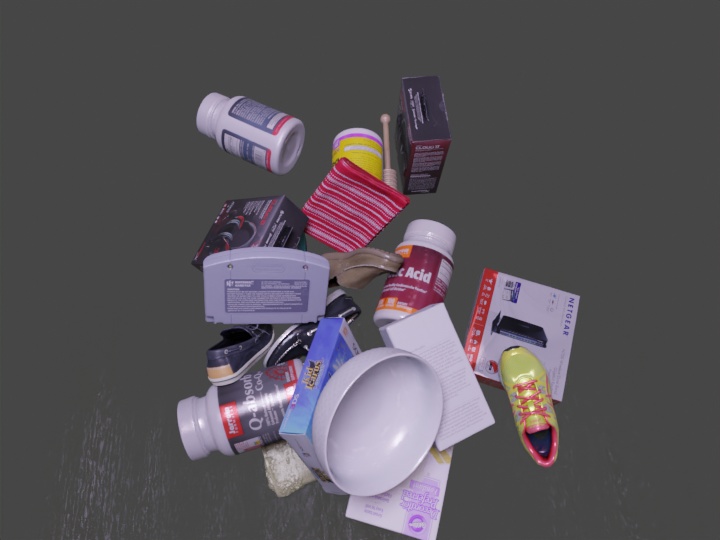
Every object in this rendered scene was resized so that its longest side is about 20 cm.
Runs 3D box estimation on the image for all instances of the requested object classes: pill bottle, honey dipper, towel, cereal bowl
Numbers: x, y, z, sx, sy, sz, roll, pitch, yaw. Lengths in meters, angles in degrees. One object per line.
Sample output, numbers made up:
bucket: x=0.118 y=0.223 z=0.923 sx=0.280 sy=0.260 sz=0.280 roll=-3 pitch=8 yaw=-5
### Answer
pill bottle: x=-0.226 y=-0.286 z=1.089 sx=0.199 sy=0.120 sz=0.120 roll=26 pitch=69 yaw=10
pill bottle: x=0.104 y=0.017 z=0.961 sx=0.113 sy=0.114 sz=0.201 roll=16 pitch=68 yaw=7
pill bottle: x=-0.173 y=0.221 z=0.836 sx=0.199 sy=0.116 sz=0.116 roll=-16 pitch=68 yaw=-8
honey dipper: x=0.056 y=-0.250 z=1.118 sx=0.038 sy=0.038 sz=0.201 roll=-1 pitch=66 yaw=0
towel: x=-0.104 y=0.261 z=0.902 sx=0.147 sy=0.037 sz=0.201 roll=-18 pitch=67 yaw=-8
cereal bowl: x=0.016 y=0.197 z=0.733 sx=0.200 sy=0.201 sz=0.083 roll=-44 pitch=32 yaw=-16
towel: x=-0.021 y=-0.102 z=0.949 sx=0.144 sy=0.200 sz=0.023 roll=29 pitch=47 yaw=-16
pill bottle: x=-0.007 y=-0.171 z=1.047 sx=0.103 sy=0.104 sz=0.201 roll=1 pitch=67 yaw=1

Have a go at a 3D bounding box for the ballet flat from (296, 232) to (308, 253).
ballet flat: x=-0.129 y=-0.018 z=1.014 sx=0.071 sy=0.072 sz=0.201 roll=-10 pitch=65 yaw=-4

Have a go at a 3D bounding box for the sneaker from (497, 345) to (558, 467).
sneaker: x=0.277 y=0.218 z=0.849 sx=0.078 sy=0.090 sz=0.201 roll=-19 pitch=93 yaw=14

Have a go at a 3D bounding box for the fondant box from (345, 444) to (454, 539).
fondant box: x=0.070 y=0.316 z=0.866 sx=0.143 sy=0.058 sz=0.201 roll=14 pitch=69 yaw=6

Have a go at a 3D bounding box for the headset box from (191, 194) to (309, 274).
headset box: x=-0.194 y=-0.053 z=0.960 sx=0.199 sy=0.075 sz=0.149 roll=3 pitch=61 yaw=42

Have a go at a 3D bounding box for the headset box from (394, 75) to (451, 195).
headset box: x=0.118 y=-0.264 z=1.035 sx=0.077 sy=0.200 sz=0.150 roll=-5 pitch=68 yaw=-3

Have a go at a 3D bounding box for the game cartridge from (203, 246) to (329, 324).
game cartridge: x=-0.152 y=0.026 z=0.866 sx=0.198 sy=0.134 sz=0.041 roll=1 pitch=36 yaw=-12

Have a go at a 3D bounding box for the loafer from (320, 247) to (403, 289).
loafer: x=0.000 y=0.000 z=0.955 sx=0.076 sy=0.199 sz=0.068 roll=11 pitch=81 yaw=-37

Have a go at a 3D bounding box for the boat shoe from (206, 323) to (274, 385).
boat shoe: x=-0.198 y=0.119 z=0.888 sx=0.074 sy=0.200 sz=0.063 roll=-11 pitch=104 yaw=16

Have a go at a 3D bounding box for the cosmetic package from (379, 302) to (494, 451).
cosmetic package: x=0.117 y=0.163 z=0.833 sx=0.101 sy=0.071 sz=0.201 roll=-22 pitch=87 yaw=-11

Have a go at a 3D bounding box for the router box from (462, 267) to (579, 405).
router box: x=0.283 y=0.115 z=0.954 sx=0.178 sy=0.049 sz=0.201 roll=16 pitch=68 yaw=7

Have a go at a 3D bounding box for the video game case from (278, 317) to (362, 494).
video game case: x=-0.038 y=0.206 z=0.817 sx=0.045 sy=0.182 sz=0.201 roll=-4 pitch=44 yaw=24

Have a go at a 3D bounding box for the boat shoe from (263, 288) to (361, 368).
boat shoe: x=-0.083 y=0.115 z=0.942 sx=0.060 sy=0.076 sz=0.200 roll=41 pitch=72 yaw=19
